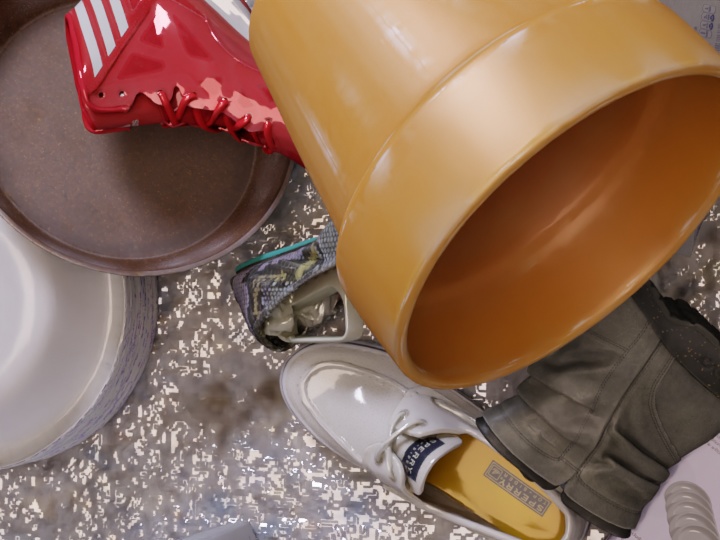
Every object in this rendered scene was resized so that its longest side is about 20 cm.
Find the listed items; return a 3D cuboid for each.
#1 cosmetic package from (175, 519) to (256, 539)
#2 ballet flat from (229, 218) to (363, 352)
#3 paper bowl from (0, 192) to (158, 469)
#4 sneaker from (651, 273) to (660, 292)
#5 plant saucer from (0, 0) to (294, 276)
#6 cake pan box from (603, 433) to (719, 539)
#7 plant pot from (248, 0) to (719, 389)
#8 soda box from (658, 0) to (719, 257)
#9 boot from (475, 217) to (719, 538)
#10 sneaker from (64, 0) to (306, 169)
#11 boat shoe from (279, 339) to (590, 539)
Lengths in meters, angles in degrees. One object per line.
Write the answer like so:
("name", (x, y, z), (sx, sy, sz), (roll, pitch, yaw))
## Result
("cosmetic package", (-0.148, 0.254, 1.087), (0.199, 0.165, 0.165), (-19, 86, 11))
("ballet flat", (0.000, 0.000, 1.062), (0.200, 0.072, 0.072), (-30, 83, 49))
("paper bowl", (-0.228, 0.018, 1.134), (0.200, 0.104, 0.201), (0, 90, 14))
("sneaker", (0.082, -0.038, 1.071), (0.200, 0.088, 0.075), (45, 98, 8))
("plant saucer", (-0.136, -0.086, 1.103), (0.200, 0.034, 0.201), (7, 68, -18))
("cake pan box", (0.260, 0.146, 1.054), (0.200, 0.052, 0.184), (37, 100, 10))
("plant pot", (0.048, -0.078, 0.903), (0.200, 0.200, 0.183), (-44, 63, 10))
("soda box", (0.160, -0.103, 0.992), (0.063, 0.200, 0.068), (16, 52, 15))
("boot", (0.105, 0.044, 1.020), (0.200, 0.068, 0.131), (44, 100, -5))
("sneaker", (-0.086, -0.086, 1.072), (0.115, 0.078, 0.200), (-41, 74, -19))
("boat shoe", (0.038, 0.101, 1.092), (0.200, 0.070, 0.071), (33, 97, 11))
